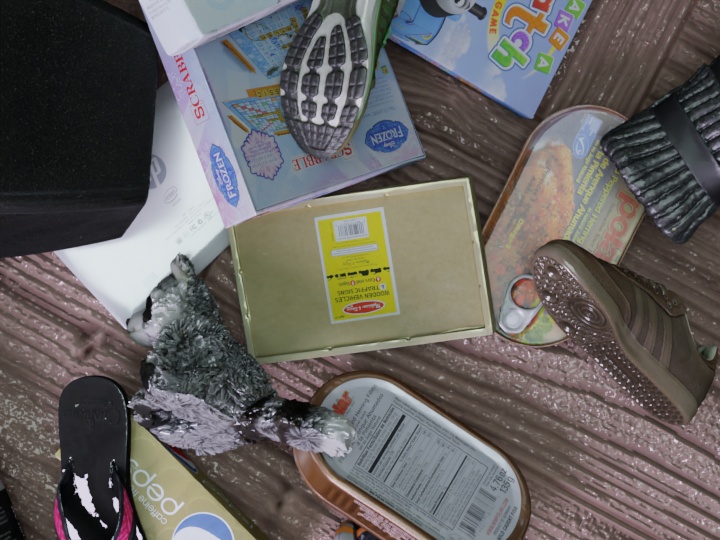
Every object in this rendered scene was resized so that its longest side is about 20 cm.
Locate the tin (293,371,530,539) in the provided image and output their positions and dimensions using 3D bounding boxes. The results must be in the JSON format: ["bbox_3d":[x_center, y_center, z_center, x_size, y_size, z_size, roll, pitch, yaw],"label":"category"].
[{"bbox_3d":[0.042,0.158,1.612,0.199,0.042,0.112,33,54,1],"label":"tin"}]

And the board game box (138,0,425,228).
[{"bbox_3d":[-0.059,-0.153,1.579,0.199,0.041,0.201,-20,89,-45],"label":"board game box"}]

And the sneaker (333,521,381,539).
[{"bbox_3d":[0.031,0.299,1.618,0.111,0.078,0.202,2,89,1],"label":"sneaker"}]

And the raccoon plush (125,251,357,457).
[{"bbox_3d":[-0.090,0.071,1.595,0.198,0.097,0.135,16,57,0],"label":"raccoon plush"}]

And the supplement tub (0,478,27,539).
[{"bbox_3d":[-0.319,0.221,1.594,0.122,0.123,0.201,-22,90,-1],"label":"supplement tub"}]

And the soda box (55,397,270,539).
[{"bbox_3d":[-0.146,0.188,1.624,0.200,0.064,0.068,45,91,1],"label":"soda box"}]

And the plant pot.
[{"bbox_3d":[-0.250,-0.113,1.558,0.176,0.200,0.202,6,77,-14],"label":"plant pot"}]

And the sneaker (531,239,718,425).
[{"bbox_3d":[0.208,0.033,1.610,0.200,0.070,0.076,49,63,-28],"label":"sneaker"}]

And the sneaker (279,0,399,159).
[{"bbox_3d":[0.003,-0.179,1.535,0.076,0.088,0.202,18,97,31],"label":"sneaker"}]

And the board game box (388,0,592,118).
[{"bbox_3d":[0.084,-0.233,1.615,0.199,0.037,0.152,28,89,-21],"label":"board game box"}]

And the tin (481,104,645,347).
[{"bbox_3d":[0.160,-0.035,1.643,0.111,0.042,0.201,28,90,4],"label":"tin"}]

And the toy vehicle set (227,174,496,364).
[{"bbox_3d":[0.000,0.000,1.622,0.198,0.027,0.125,-7,96,10],"label":"toy vehicle set"}]

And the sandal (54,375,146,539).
[{"bbox_3d":[-0.203,0.182,1.571,0.074,0.045,0.202,-4,96,8],"label":"sandal"}]

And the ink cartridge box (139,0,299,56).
[{"bbox_3d":[-0.121,-0.274,1.504,0.160,0.047,0.201,-32,98,-45],"label":"ink cartridge box"}]

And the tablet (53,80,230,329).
[{"bbox_3d":[-0.155,-0.063,1.653,0.200,0.014,0.130,-43,90,-1],"label":"tablet"}]

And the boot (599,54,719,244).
[{"bbox_3d":[0.298,-0.068,1.563,0.158,0.079,0.211,-40,62,2],"label":"boot"}]
